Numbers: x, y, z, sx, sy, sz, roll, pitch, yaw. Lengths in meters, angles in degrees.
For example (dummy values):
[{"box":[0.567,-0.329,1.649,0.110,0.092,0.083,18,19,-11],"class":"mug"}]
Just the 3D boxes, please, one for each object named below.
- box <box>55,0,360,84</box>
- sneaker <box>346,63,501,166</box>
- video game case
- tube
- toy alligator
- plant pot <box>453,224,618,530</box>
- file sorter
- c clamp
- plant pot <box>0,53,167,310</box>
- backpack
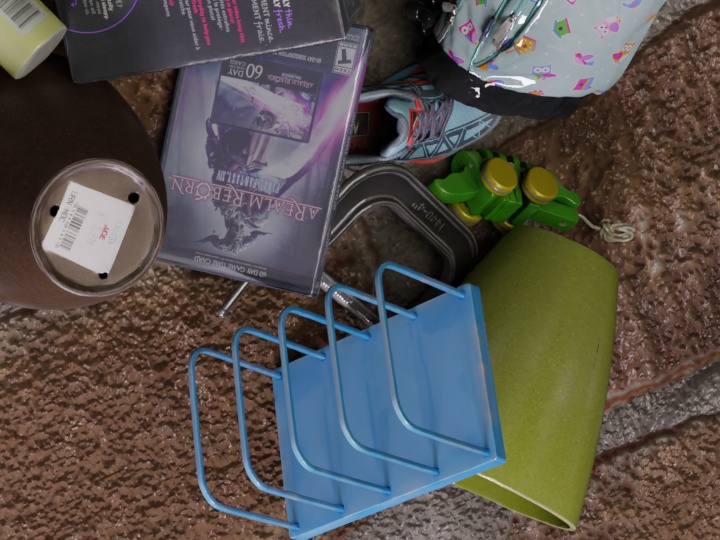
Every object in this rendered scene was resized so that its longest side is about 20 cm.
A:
[{"box":[-0.110,-0.215,1.462,0.198,0.106,0.123,-8,108,10],"class":"box"},{"box":[0.029,-0.109,1.593,0.198,0.095,0.080,-12,106,-20],"class":"sneaker"},{"box":[-0.077,-0.093,1.537,0.142,0.019,0.202,13,92,18],"class":"video game case"},{"box":[-0.287,-0.218,1.417,0.200,0.058,0.052,46,79,-3],"class":"tube"},{"box":[0.136,-0.064,1.676,0.199,0.059,0.055,11,55,-30],"class":"toy alligator"},{"box":[0.124,0.074,1.640,0.186,0.187,0.201,30,80,-25],"class":"plant pot"},{"box":[-0.016,0.094,1.525,0.122,0.199,0.140,22,52,-46],"class":"file sorter"},{"box":[0.000,0.000,1.615,0.200,0.027,0.171,33,97,-43],"class":"c clamp"},{"box":[-0.210,-0.048,1.448,0.185,0.200,0.189,-5,104,-21],"class":"plant pot"},{"box":[0.150,-0.211,1.558,0.166,0.127,0.201,-1,136,-39],"class":"backpack"}]
